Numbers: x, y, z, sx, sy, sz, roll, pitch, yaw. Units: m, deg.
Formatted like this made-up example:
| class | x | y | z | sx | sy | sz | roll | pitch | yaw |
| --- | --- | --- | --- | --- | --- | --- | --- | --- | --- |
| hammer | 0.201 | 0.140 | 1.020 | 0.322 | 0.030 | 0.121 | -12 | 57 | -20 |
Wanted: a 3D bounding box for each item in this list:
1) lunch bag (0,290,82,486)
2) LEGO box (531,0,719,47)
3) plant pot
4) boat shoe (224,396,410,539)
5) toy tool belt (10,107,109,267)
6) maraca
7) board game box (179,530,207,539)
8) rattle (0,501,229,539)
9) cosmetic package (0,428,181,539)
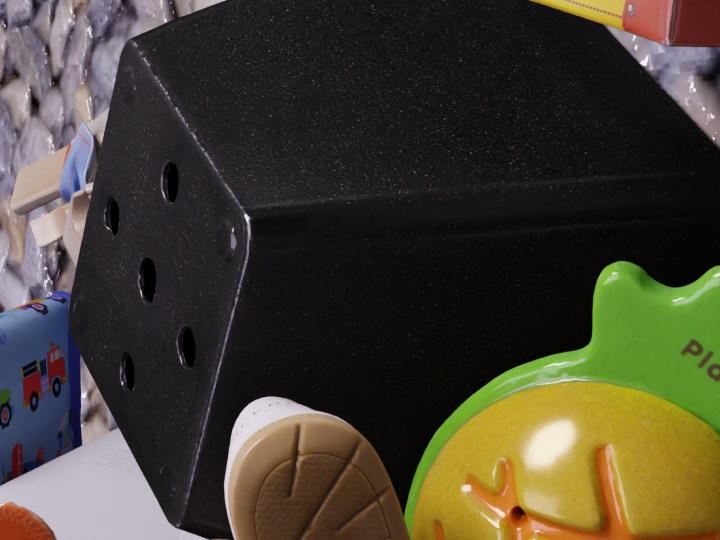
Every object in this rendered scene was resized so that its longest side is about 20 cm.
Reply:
| class | x | y | z | sx | sy | sz | roll | pitch | yaw |
| --- | --- | --- | --- | --- | --- | --- | --- | --- | --- |
| lunch bag | -0.181 | 0.126 | 1.140 | 0.094 | 0.150 | 0.201 | -8 | 98 | 22 |
| LEGO box | 0.104 | -0.121 | 0.756 | 0.200 | 0.148 | 0.078 | 30 | 118 | 60 |
| plant pot | 0.000 | 0.000 | 0.942 | 0.200 | 0.177 | 0.201 | 55 | 138 | 46 |
| boat shoe | -0.001 | 0.134 | 0.841 | 0.069 | 0.070 | 0.201 | -134 | 30 | -72 |
| toy tool belt | -0.090 | -0.001 | 1.166 | 0.200 | 0.123 | 0.125 | 66 | -177 | 40 |
| maraca | 0.091 | 0.081 | 0.840 | 0.200 | 0.137 | 0.107 | -55 | -1 | 36 |
| board game box | -0.022 | 0.192 | 0.980 | 0.034 | 0.134 | 0.201 | -19 | 55 | 61 |
| rattle | -0.069 | 0.162 | 0.834 | 0.200 | 0.130 | 0.143 | 86 | 164 | -70 |
| cosmetic package | -0.103 | 0.192 | 1.102 | 0.122 | 0.200 | 0.200 | 12 | 106 | 22 |
